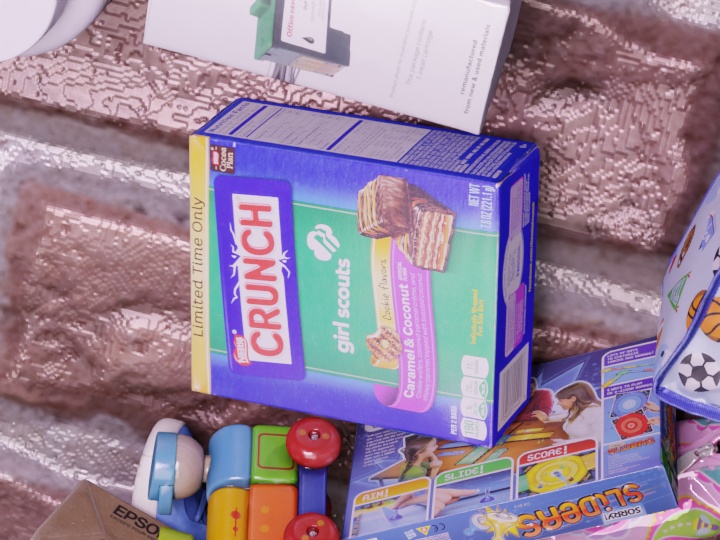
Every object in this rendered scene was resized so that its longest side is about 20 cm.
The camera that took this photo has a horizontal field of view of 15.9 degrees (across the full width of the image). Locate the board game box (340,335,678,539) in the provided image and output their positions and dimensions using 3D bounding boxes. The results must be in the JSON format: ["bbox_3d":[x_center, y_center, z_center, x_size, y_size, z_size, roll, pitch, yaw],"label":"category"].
[{"bbox_3d":[0.091,0.111,1.555,0.199,0.136,0.035,-14,121,15],"label":"board game box"}]

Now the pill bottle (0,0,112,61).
[{"bbox_3d":[-0.188,-0.188,1.450,0.119,0.200,0.120,3,112,8],"label":"pill bottle"}]

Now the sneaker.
[{"bbox_3d":[-0.084,0.187,1.645,0.111,0.077,0.201,7,117,13],"label":"sneaker"}]

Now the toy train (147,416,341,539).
[{"bbox_3d":[-0.072,0.178,1.523,0.115,0.201,0.085,4,140,-4],"label":"toy train"}]

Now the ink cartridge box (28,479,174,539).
[{"bbox_3d":[-0.124,0.249,1.606,0.199,0.075,0.165,29,130,8],"label":"ink cartridge box"}]

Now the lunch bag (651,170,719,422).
[{"bbox_3d":[0.256,-0.022,1.458,0.123,0.170,0.201,22,113,-3],"label":"lunch bag"}]

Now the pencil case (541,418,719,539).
[{"bbox_3d":[0.158,0.140,1.582,0.199,0.088,0.088,-17,108,18],"label":"pencil case"}]

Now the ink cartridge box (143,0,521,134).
[{"bbox_3d":[-0.010,-0.162,1.461,0.199,0.146,0.085,15,115,4],"label":"ink cartridge box"}]

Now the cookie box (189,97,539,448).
[{"bbox_3d":[0.000,0.000,1.539,0.199,0.075,0.172,10,114,22],"label":"cookie box"}]
